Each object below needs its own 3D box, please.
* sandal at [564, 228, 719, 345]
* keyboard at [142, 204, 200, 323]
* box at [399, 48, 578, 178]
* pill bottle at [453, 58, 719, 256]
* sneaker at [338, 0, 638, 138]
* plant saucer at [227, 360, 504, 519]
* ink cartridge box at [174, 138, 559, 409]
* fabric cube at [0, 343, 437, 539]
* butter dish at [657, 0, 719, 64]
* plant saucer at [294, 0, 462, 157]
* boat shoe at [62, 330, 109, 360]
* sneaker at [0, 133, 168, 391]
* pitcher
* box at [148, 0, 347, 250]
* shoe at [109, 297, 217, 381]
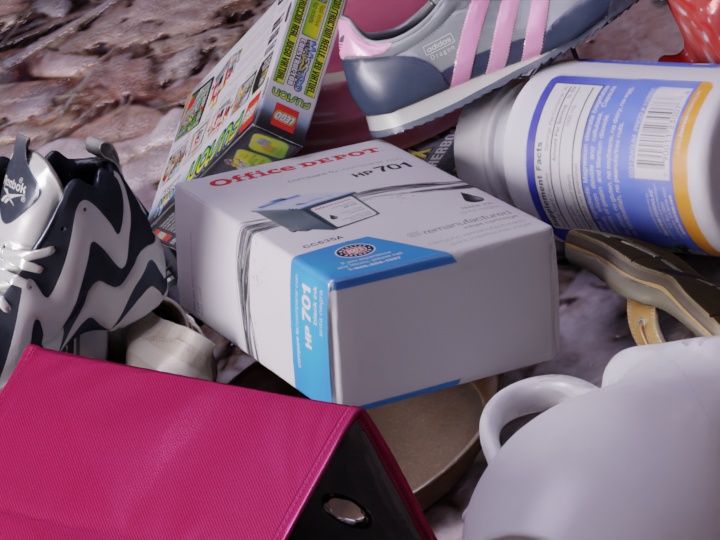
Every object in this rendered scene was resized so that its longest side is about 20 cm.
[{"bbox_3d":[0.177,0.030,1.612,0.080,0.054,0.200,12,13,-36],"label":"sandal"},{"bbox_3d":[-0.137,-0.013,1.931,0.127,0.021,0.200,-28,32,-8],"label":"keyboard"},{"bbox_3d":[0.038,-0.076,1.884,0.158,0.048,0.200,1,38,34],"label":"box"},{"bbox_3d":[0.156,-0.069,1.731,0.199,0.112,0.112,6,41,43],"label":"pill bottle"},{"bbox_3d":[0.080,-0.157,1.750,0.199,0.082,0.070,-28,11,-3],"label":"sneaker"},{"bbox_3d":[-0.008,0.097,1.662,0.199,0.035,0.201,-18,30,10],"label":"plant saucer"},{"bbox_3d":[0.000,0.000,1.661,0.146,0.086,0.200,-14,25,-26],"label":"ink cartridge box"},{"bbox_3d":[-0.091,0.180,1.384,0.198,0.197,0.200,9,53,32],"label":"fabric cube"},{"bbox_3d":[0.244,-0.153,1.766,0.148,0.200,0.200,-41,28,12],"label":"butter dish"},{"bbox_3d":[0.012,-0.145,1.912,0.200,0.051,0.201,-18,31,11],"label":"plant saucer"},{"bbox_3d":[-0.187,0.044,1.774,0.056,0.069,0.200,2,-1,-11],"label":"boat shoe"},{"bbox_3d":[-0.197,-0.006,1.617,0.199,0.130,0.079,-29,34,-29],"label":"sneaker"},{"bbox_3d":[0.111,0.112,1.482,0.171,0.122,0.200,-1,28,33],"label":"pitcher"},{"bbox_3d":[-0.074,-0.095,1.826,0.200,0.035,0.111,-38,32,60],"label":"box"},{"bbox_3d":[-0.111,0.046,1.731,0.054,0.070,0.200,-65,10,5],"label":"shoe"}]
